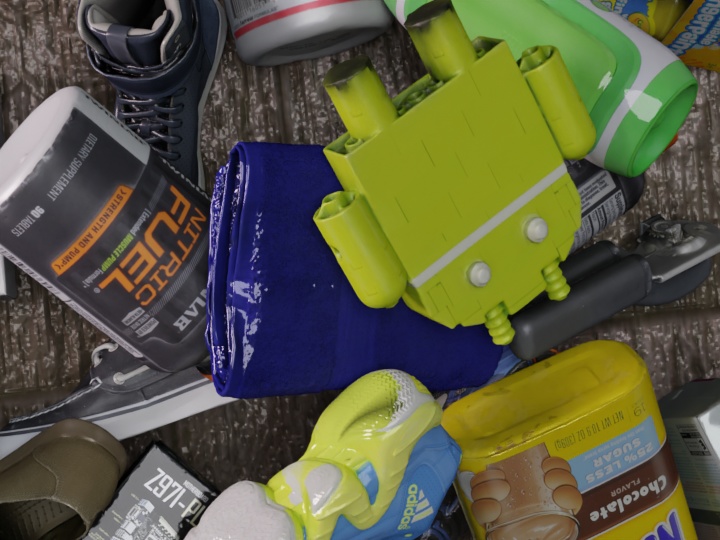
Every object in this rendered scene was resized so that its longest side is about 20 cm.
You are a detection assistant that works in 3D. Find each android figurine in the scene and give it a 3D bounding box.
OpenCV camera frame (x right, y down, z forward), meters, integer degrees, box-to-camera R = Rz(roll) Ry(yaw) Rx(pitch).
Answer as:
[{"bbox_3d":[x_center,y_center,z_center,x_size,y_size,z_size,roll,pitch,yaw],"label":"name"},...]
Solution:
[{"bbox_3d":[0.059,-0.050,1.015,0.182,0.041,0.201,-35,114,-17],"label":"android figurine"}]

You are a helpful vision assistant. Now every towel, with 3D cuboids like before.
[{"bbox_3d":[0.000,0.000,1.045,0.199,0.049,0.149,1,99,-32],"label":"towel"}]

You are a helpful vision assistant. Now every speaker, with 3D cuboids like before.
[{"bbox_3d":[0.112,-0.144,1.097,0.200,0.088,0.089,38,83,18],"label":"speaker"}]

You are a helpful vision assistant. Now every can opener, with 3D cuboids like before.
[{"bbox_3d":[0.168,0.018,1.160,0.199,0.053,0.067,-26,125,-30],"label":"can opener"}]

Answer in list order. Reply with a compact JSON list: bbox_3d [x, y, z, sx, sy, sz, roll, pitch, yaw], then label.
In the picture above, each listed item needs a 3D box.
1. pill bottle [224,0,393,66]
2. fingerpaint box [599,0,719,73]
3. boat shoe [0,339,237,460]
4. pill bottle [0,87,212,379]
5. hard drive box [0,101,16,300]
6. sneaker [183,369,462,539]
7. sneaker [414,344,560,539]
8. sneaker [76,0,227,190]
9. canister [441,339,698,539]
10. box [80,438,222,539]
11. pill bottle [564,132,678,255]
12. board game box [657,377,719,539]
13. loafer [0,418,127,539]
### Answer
[{"bbox_3d":[-0.052,-0.246,1.159,0.108,0.109,0.201,-14,89,-7],"label":"pill bottle"},{"bbox_3d":[0.193,-0.214,1.132,0.166,0.200,0.074,12,71,-6],"label":"fingerpaint box"},{"bbox_3d":[-0.150,0.072,1.147,0.199,0.072,0.068,-18,90,-9],"label":"boat shoe"},{"bbox_3d":[-0.132,-0.011,1.062,0.200,0.106,0.106,40,83,-21],"label":"pill bottle"},{"bbox_3d":[-0.332,-0.050,1.133,0.198,0.077,0.157,-6,88,-7],"label":"hard drive box"},{"bbox_3d":[-0.017,0.153,1.034,0.200,0.076,0.105,-41,129,8],"label":"sneaker"},{"bbox_3d":[0.056,0.118,1.170,0.200,0.078,0.075,-44,123,2],"label":"sneaker"},{"bbox_3d":[-0.142,-0.101,1.117,0.076,0.146,0.204,7,84,8],"label":"sneaker"},{"bbox_3d":[0.141,0.161,1.124,0.148,0.087,0.201,-24,117,-6],"label":"canister"},{"bbox_3d":[-0.110,0.235,1.133,0.200,0.086,0.164,39,84,-3],"label":"box"},{"bbox_3d":[0.116,-0.058,1.167,0.200,0.106,0.106,-36,91,-8],"label":"pill bottle"},{"bbox_3d":[0.268,0.171,1.148,0.064,0.148,0.201,-28,90,-9],"label":"board game box"},{"bbox_3d":[-0.230,0.166,1.096,0.076,0.068,0.200,41,117,-17],"label":"loafer"}]
